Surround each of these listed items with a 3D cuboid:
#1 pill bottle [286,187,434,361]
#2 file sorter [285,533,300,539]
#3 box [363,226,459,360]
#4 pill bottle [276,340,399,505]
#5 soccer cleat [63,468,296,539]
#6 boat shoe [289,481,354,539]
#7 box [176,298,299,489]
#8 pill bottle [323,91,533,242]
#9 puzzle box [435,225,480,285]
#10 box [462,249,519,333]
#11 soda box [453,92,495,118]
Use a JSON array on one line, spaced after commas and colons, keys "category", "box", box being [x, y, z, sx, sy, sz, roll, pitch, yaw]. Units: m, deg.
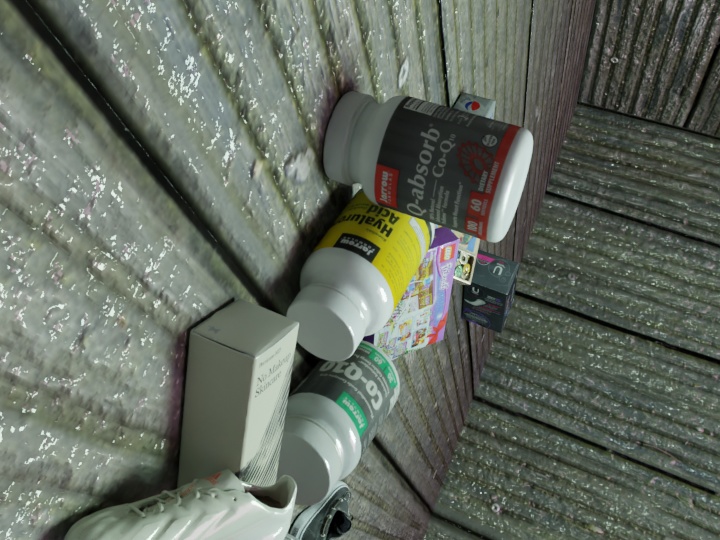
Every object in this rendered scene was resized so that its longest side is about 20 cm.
[{"category": "pill bottle", "box": [0.000, 0.000, 0.796, 0.113, 0.109, 0.201, 91, 23, -44]}, {"category": "file sorter", "box": [-0.059, 0.463, 0.939, 0.126, 0.196, 0.140, 94, 22, -50]}, {"category": "box", "box": [0.070, 0.042, 1.065, 0.134, 0.039, 0.203, -18, 134, -24]}, {"category": "pill bottle", "box": [-0.035, 0.176, 0.860, 0.200, 0.111, 0.115, -46, 150, -57]}, {"category": "soccer cleat", "box": [-0.133, 0.192, 0.565, 0.198, 0.069, 0.079, 17, 99, -47]}, {"category": "boat shoe", "box": [-0.045, 0.386, 1.120, 0.199, 0.065, 0.072, 2, 106, -72]}, {"category": "box", "box": [-0.113, 0.137, 0.651, 0.082, 0.067, 0.204, -39, 144, -59]}, {"category": "pill bottle", "box": [0.068, -0.112, 0.746, 0.116, 0.196, 0.118, 18, 90, -73]}, {"category": "puzzle box", "box": [0.140, -0.093, 1.124, 0.131, 0.025, 0.205, 18, 81, -34]}, {"category": "box", "box": [0.344, 0.056, 1.918, 0.202, 0.120, 0.107, 82, 32, -56]}, {"category": "soda box", "box": [0.187, -0.202, 1.261, 0.202, 0.062, 0.069, 89, 27, -47]}]
